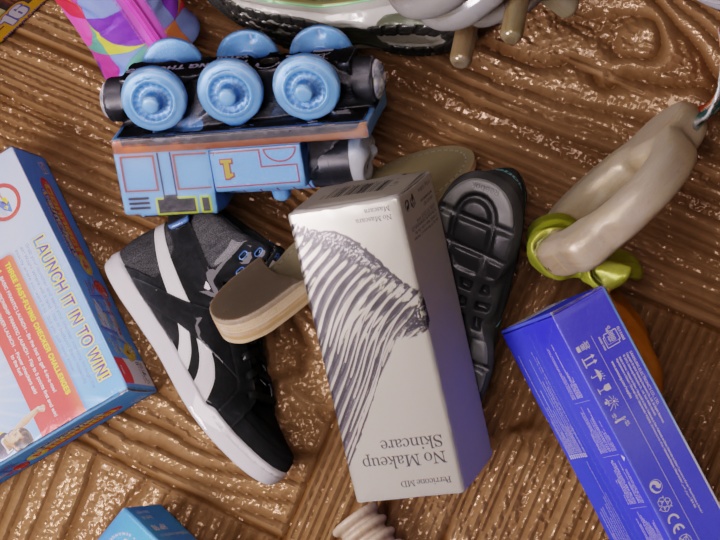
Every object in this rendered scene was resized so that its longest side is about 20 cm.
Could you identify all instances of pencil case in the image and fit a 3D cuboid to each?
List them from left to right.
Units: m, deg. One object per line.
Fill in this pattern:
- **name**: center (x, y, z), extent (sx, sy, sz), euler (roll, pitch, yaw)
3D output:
- **pencil case**: center (-0.186, -0.215, 1.528), extent (0.088, 0.200, 0.089), euler (-17, 45, 18)

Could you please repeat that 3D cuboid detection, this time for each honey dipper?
- **honey dipper**: center (0.053, 0.245, 1.494), extent (0.038, 0.038, 0.200), euler (-39, 77, 10)

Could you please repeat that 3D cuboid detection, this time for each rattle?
- **rattle**: center (0.216, -0.041, 1.457), extent (0.143, 0.130, 0.200), euler (45, 72, 6)

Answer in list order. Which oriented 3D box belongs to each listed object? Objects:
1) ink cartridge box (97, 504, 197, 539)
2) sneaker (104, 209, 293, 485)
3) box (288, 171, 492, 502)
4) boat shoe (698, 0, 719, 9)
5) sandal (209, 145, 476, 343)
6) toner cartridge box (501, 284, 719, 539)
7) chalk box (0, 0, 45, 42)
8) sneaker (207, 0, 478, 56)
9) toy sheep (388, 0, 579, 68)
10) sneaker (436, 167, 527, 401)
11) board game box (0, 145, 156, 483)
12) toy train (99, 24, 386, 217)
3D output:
- **ink cartridge box**: center (-0.115, 0.268, 1.526), extent (0.200, 0.067, 0.116), euler (41, 97, 16)
- **sneaker**: center (-0.082, 0.039, 1.536), extent (0.112, 0.073, 0.200), euler (-39, 75, 9)
- **box**: center (0.021, 0.043, 1.440), extent (0.082, 0.068, 0.201), euler (-9, 103, 22)
- **boat shoe**: center (0.172, -0.228, 1.478), extent (0.201, 0.086, 0.075), euler (27, 92, 17)
- **sandal**: center (-0.003, -0.002, 1.521), extent (0.211, 0.070, 0.078), euler (-35, 34, -16)
- **toner cartridge box**: center (0.167, 0.112, 1.418), extent (0.043, 0.095, 0.201), euler (-28, 90, -17)
- **chalk box**: center (-0.311, -0.238, 1.567), extent (0.124, 0.200, 0.125), euler (-41, 75, 9)
- **sneaker**: center (-0.012, -0.201, 1.548), extent (0.199, 0.077, 0.089), euler (6, 77, 11)
- **toy sheep**: center (0.064, -0.213, 1.442), extent (0.138, 0.200, 0.138), euler (-32, 41, 33)
- **sneaker**: center (0.071, 0.023, 1.496), extent (0.075, 0.079, 0.201), euler (24, 112, 10)
- **board game box**: center (-0.276, 0.047, 1.604), extent (0.195, 0.056, 0.201), euler (-30, 77, 12)
- **toy train**: center (-0.077, -0.099, 1.519), extent (0.199, 0.087, 0.115), euler (-3, 115, 12)
